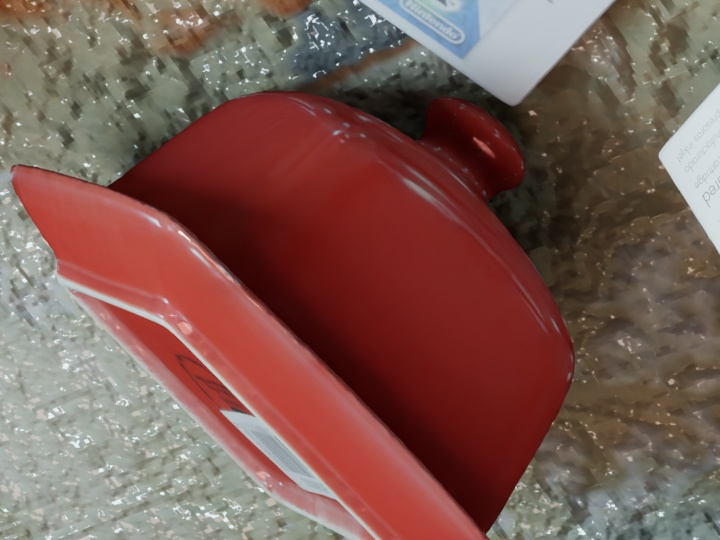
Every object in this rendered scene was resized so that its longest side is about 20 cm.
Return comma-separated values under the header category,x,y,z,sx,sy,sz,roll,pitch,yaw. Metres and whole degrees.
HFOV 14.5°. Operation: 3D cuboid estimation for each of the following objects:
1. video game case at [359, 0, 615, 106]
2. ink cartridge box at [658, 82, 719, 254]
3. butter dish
category,x,y,z,sx,sy,sz,roll,pitch,yaw
video game case,0.025,-0.168,0.943,0.200,0.022,0.182,34,129,-11
ink cartridge box,0.197,0.002,0.919,0.117,0.067,0.200,-52,58,39
butter dish,0.000,0.000,1.013,0.199,0.148,0.200,48,167,-20
